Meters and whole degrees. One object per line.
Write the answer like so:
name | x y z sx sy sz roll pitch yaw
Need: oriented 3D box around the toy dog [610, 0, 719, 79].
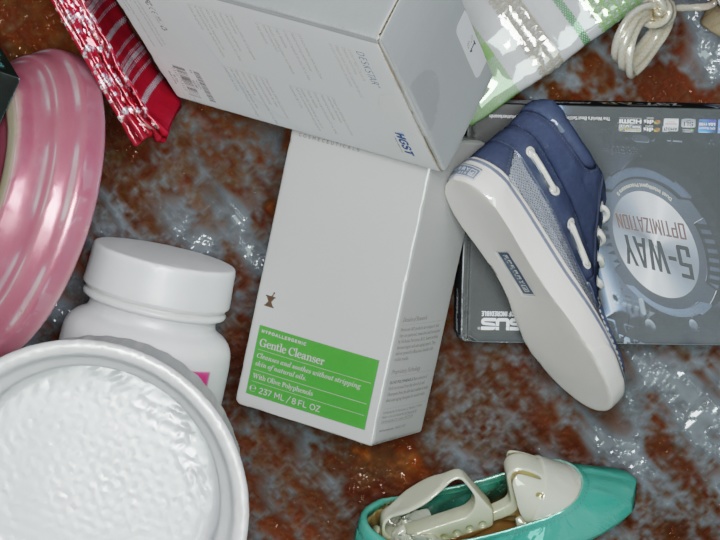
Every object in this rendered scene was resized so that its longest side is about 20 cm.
toy dog | 0.253 -0.180 1.424 0.096 0.200 0.132 29 122 25

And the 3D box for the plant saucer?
plant saucer | -0.226 -0.045 1.395 0.051 0.200 0.201 18 98 -31

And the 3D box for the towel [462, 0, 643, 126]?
towel | 0.108 -0.209 1.461 0.200 0.031 0.149 -38 83 -1

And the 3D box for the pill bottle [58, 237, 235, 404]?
pill bottle | -0.147 0.086 1.466 0.113 0.113 0.201 11 98 -6

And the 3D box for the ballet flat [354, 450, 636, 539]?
ballet flat | 0.089 0.160 1.515 0.199 0.067 0.071 -17 129 0

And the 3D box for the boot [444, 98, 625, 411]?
boot | 0.137 -0.009 1.453 0.090 0.073 0.200 -44 120 -24

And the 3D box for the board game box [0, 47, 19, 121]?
board game box | -0.278 -0.060 1.409 0.028 0.135 0.201 19 107 -30

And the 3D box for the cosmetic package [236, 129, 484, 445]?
cosmetic package | 0.000 0.000 1.464 0.107 0.085 0.201 14 99 24

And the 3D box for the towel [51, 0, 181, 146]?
towel | -0.171 -0.173 1.408 0.022 0.145 0.201 -28 101 6

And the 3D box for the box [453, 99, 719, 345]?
box | 0.164 -0.032 1.508 0.199 0.044 0.161 2 98 -5

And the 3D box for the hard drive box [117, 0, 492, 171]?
hard drive box | -0.038 -0.151 1.366 0.199 0.156 0.077 18 70 24

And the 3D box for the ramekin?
ramekin | -0.163 0.133 1.367 0.199 0.098 0.202 0 98 1
